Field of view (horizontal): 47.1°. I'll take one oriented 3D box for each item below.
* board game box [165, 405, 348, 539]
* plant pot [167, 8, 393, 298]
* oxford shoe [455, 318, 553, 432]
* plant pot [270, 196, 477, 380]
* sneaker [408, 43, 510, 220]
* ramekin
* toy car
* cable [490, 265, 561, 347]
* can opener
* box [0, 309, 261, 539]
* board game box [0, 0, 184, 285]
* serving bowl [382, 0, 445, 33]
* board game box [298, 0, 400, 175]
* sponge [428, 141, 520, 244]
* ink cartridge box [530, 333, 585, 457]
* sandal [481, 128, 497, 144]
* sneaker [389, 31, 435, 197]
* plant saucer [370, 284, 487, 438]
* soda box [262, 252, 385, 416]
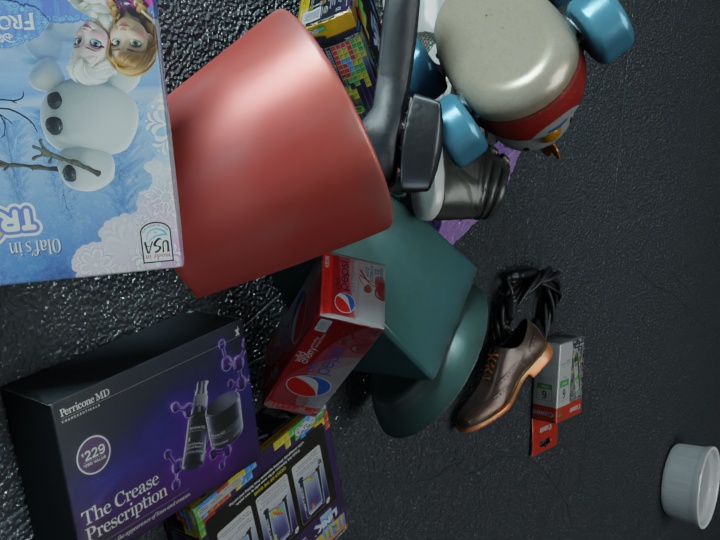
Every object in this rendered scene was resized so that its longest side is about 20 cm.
[{"bbox_3d":[-0.101,0.248,0.850,0.199,0.056,0.169,-32,122,-46],"label":"board game box"},{"bbox_3d":[-0.094,-0.083,0.683,0.175,0.201,0.203,-30,125,-6],"label":"plant pot"},{"bbox_3d":[0.200,0.155,1.221,0.200,0.071,0.073,-44,109,-24],"label":"oxford shoe"},{"bbox_3d":[0.000,0.000,0.883,0.200,0.140,0.143,44,61,-37],"label":"plant pot"},{"bbox_3d":[0.108,-0.142,0.879,0.097,0.070,0.205,10,73,-26],"label":"sneaker"},{"bbox_3d":[0.831,0.536,2.080,0.199,0.096,0.205,-11,103,-52],"label":"ramekin"},{"bbox_3d":[0.161,-0.165,0.789,0.183,0.179,0.200,-35,140,11],"label":"toy car"},{"bbox_3d":[0.275,0.076,1.322,0.198,0.050,0.167,-8,101,-53],"label":"cable"},{"bbox_3d":[0.032,-0.168,0.699,0.063,0.077,0.205,-171,-96,-86],"label":"can opener"},{"bbox_3d":[-0.186,0.133,0.707,0.199,0.078,0.144,-25,112,-48],"label":"box"},{"bbox_3d":[-0.227,-0.094,0.552,0.196,0.043,0.204,-6,104,-10],"label":"board game box"},{"bbox_3d":[0.110,-0.335,1.034,0.198,0.065,0.205,-10,102,-52],"label":"serving bowl"},{"bbox_3d":[-0.004,-0.209,0.821,0.202,0.056,0.167,-90,159,-52],"label":"board game box"},{"bbox_3d":[0.140,-0.089,1.079,0.200,0.030,0.112,-44,161,-33],"label":"sponge"},{"bbox_3d":[0.343,0.218,1.431,0.108,0.050,0.205,-5,98,-52],"label":"ink cartridge box"},{"bbox_3d":[0.168,-0.214,1.145,0.076,0.042,0.205,12,85,-53],"label":"sandal"},{"bbox_3d":[0.061,-0.190,0.986,0.090,0.078,0.203,18,98,-22],"label":"sneaker"},{"bbox_3d":[0.068,0.094,0.960,0.036,0.199,0.203,32,67,-19],"label":"plant saucer"},{"bbox_3d":[-0.040,0.066,0.786,0.062,0.201,0.071,12,55,-17],"label":"soda box"}]
